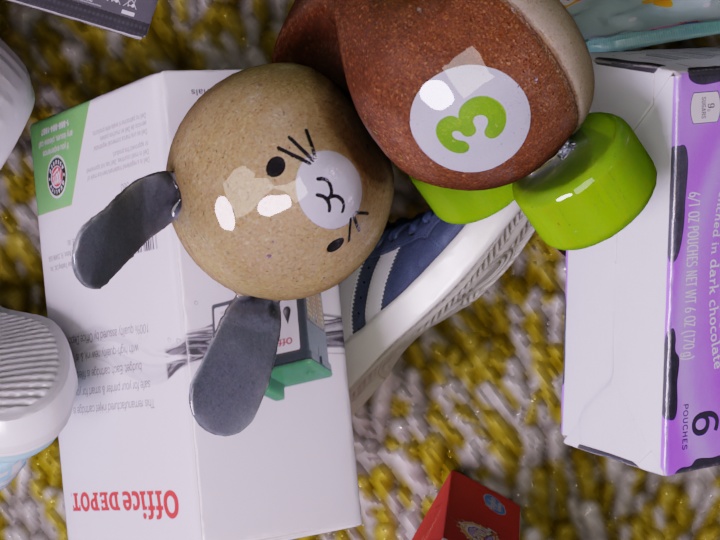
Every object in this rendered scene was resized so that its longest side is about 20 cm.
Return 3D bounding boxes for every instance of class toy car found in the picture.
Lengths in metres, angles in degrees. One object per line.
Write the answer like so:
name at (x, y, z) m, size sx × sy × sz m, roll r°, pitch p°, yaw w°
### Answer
toy car at (-0.016, -0.039, 0.887) m, size 0.200 × 0.158 × 0.165 m, roll -46°, pitch 117°, yaw -16°

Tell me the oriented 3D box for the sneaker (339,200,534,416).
sneaker at (0.000, 0.000, 1.044) m, size 0.200 × 0.075 × 0.085 m, roll -44°, pitch 78°, yaw 27°

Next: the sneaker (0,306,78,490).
sneaker at (-0.166, 0.067, 1.034) m, size 0.074 × 0.200 × 0.082 m, roll -22°, pitch 107°, yaw -16°

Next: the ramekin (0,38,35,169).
ramekin at (-0.227, -0.042, 1.012) m, size 0.094 × 0.203 × 0.203 m, roll 35°, pitch 102°, yaw -15°

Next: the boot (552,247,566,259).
boot at (0.090, -0.059, 1.038) m, size 0.200 × 0.074 × 0.076 m, roll 39°, pitch 87°, yaw -6°

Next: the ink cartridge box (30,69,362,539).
ink cartridge box at (-0.076, 0.022, 1.006) m, size 0.084 × 0.146 × 0.202 m, roll -4°, pitch 87°, yaw -30°

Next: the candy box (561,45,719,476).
candy box at (0.186, -0.013, 0.995) m, size 0.199 × 0.071 × 0.169 m, roll -7°, pitch 103°, yaw -34°

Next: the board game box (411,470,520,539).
board game box at (0.019, 0.189, 1.032) m, size 0.040 × 0.200 × 0.154 m, roll 29°, pitch 101°, yaw -2°

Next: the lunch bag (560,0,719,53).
lunch bag at (0.129, -0.191, 0.969) m, size 0.198 × 0.122 × 0.171 m, roll -13°, pitch 65°, yaw -1°

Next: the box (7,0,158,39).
box at (-0.152, -0.195, 0.898) m, size 0.199 × 0.044 × 0.161 m, roll 13°, pitch 99°, yaw -34°
